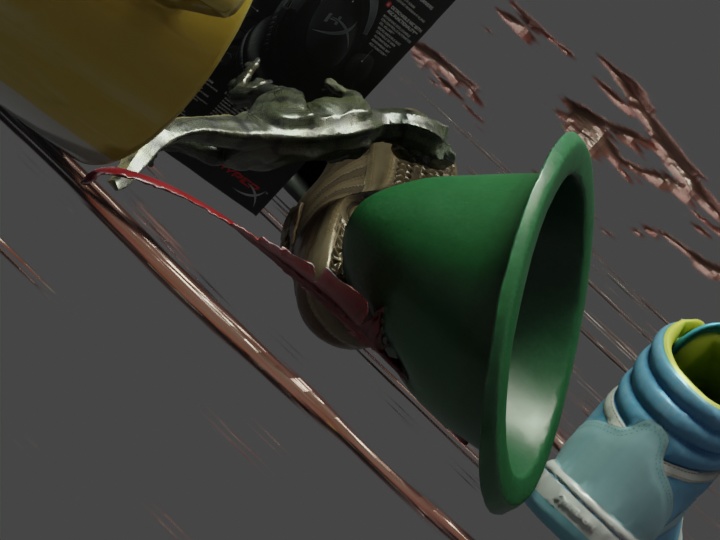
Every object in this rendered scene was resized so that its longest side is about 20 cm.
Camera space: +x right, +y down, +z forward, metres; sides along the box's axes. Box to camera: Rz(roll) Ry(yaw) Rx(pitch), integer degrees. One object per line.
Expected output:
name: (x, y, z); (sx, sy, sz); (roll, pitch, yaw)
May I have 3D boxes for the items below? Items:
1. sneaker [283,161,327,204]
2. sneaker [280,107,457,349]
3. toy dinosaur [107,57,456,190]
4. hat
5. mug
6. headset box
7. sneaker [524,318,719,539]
sneaker: (0.027, -0.011, 1.365); (0.200, 0.075, 0.085); (36, 10, 24)
sneaker: (-0.004, -0.007, 1.194); (0.070, 0.075, 0.200); (51, 28, -12)
toy dinosaur: (-0.049, -0.064, 1.126); (0.200, 0.048, 0.088); (-9, 19, -37)
hat: (0.000, 0.000, 1.097); (0.176, 0.200, 0.166); (11, 44, 15)
mug: (-0.125, -0.147, 0.963); (0.153, 0.186, 0.150); (28, 54, -31)
headset box: (-0.045, -0.149, 1.224); (0.149, 0.200, 0.077); (34, 11, -43)
sneaker: (0.156, 0.084, 1.212); (0.080, 0.131, 0.200); (42, 7, 10)
